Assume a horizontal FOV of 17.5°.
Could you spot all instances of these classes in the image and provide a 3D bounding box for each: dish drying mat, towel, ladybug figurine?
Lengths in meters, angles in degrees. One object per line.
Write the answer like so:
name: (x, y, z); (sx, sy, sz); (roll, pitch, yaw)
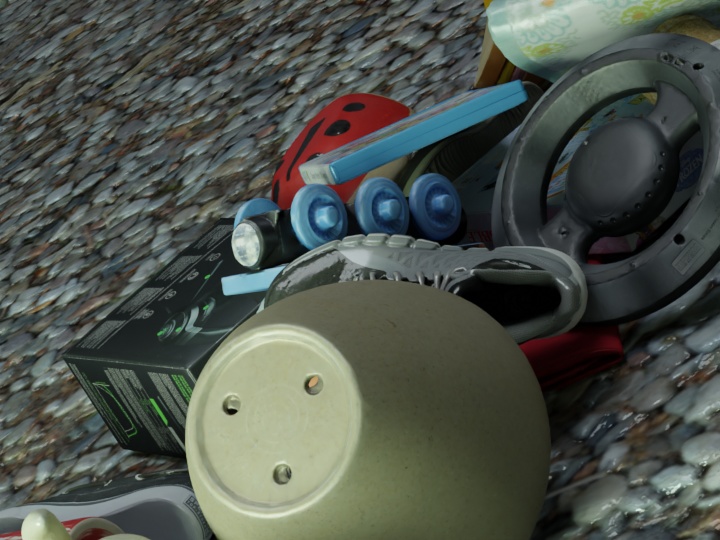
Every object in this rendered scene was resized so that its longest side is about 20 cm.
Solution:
dish drying mat: (0.127, 0.025, 1.522); (0.077, 0.018, 0.200); (-24, 20, 10)
towel: (0.193, -0.180, 1.614); (0.171, 0.048, 0.200); (-18, -9, 19)
ladybug figurine: (-0.017, -0.081, 1.869); (0.136, 0.072, 0.200); (-35, 16, 29)

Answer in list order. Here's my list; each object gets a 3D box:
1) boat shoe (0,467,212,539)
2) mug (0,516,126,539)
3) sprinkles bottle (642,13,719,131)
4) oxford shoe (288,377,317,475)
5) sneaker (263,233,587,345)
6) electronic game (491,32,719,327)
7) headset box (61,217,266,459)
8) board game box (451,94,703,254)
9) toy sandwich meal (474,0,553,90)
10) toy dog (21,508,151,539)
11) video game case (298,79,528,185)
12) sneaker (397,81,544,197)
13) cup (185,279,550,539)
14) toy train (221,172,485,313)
boat shoe: (-0.173, 0.174, 1.560); (0.199, 0.069, 0.057); (-12, 20, 30)
mug: (-0.230, 0.246, 1.434); (0.199, 0.178, 0.133); (-18, -12, 24)
sprinkles bottle: (0.257, -0.102, 1.484); (0.068, 0.068, 0.200); (-36, 36, -10)
oxford shoe: (0.030, 0.100, 1.447); (0.200, 0.071, 0.073); (-11, 51, 50)
sneaker: (0.036, 0.015, 1.392); (0.199, 0.075, 0.115); (-5, 3, 5)
electronic game: (0.166, -0.059, 1.476); (0.200, 0.042, 0.201); (-22, 54, 33)
headset box: (-0.085, 0.047, 1.668); (0.174, 0.093, 0.200); (-43, 23, -27)
board game box: (0.167, -0.077, 1.635); (0.200, 0.041, 0.199); (-40, 23, -33)
toy sandwich meal: (0.134, -0.227, 1.885); (0.070, 0.206, 0.205); (10, 18, -11)
toy dog: (-0.091, 0.205, 1.195); (0.139, 0.195, 0.200); (-25, 11, -18)
video game case: (0.033, -0.096, 1.645); (0.143, 0.018, 0.200); (-25, 5, -6)
sneaker: (0.063, -0.067, 1.762); (0.106, 0.075, 0.200); (-20, 14, 41)
cup: (-0.015, 0.091, 1.255); (0.200, 0.201, 0.143); (-25, -21, 18)
toy train: (0.000, 0.000, 1.537); (0.200, 0.115, 0.087); (-7, -4, -44)
